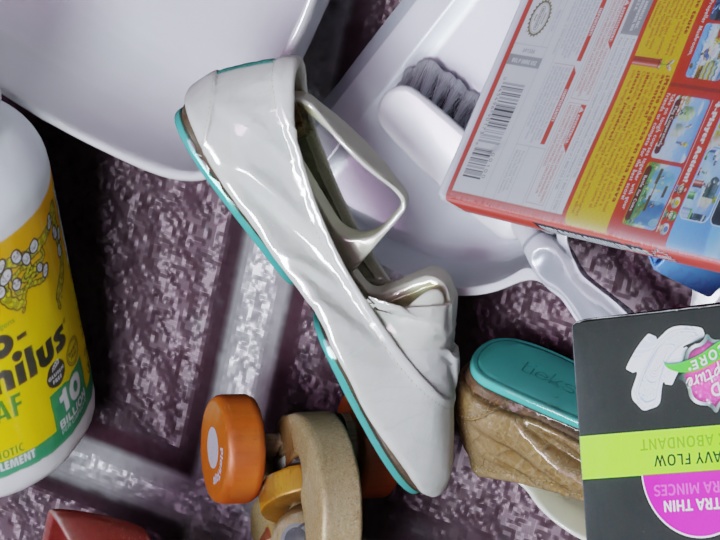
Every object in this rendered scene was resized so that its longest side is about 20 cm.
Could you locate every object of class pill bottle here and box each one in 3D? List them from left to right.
[{"bbox_3d":[-0.182,-0.007,1.193,0.112,0.113,0.200,13,132,23],"label":"pill bottle"}]

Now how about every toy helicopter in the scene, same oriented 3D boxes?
[{"bbox_3d":[-0.026,0.155,1.194,0.132,0.079,0.201,-115,30,-50],"label":"toy helicopter"}]

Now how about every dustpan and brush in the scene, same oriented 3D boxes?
[{"bbox_3d":[0.063,-0.026,1.144,0.200,0.057,0.140,44,114,12],"label":"dustpan and brush"}]

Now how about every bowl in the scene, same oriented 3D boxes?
[{"bbox_3d":[-0.088,-0.159,1.185,0.200,0.075,0.200,31,111,18],"label":"bowl"}]

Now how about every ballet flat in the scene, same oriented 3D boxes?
[{"bbox_3d":[0.000,0.000,1.129,0.069,0.069,0.200,-26,102,26],"label":"ballet flat"},{"bbox_3d":[0.126,0.091,1.139,0.199,0.068,0.073,19,126,21],"label":"ballet flat"}]

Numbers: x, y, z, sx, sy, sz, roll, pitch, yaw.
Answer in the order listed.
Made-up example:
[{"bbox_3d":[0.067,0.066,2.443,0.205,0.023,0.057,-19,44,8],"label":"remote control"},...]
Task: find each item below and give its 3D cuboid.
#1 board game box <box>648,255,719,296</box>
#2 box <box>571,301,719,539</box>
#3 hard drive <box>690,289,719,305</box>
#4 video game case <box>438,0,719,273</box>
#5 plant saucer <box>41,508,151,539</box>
[{"bbox_3d":[0.167,-0.109,1.047,0.200,0.037,0.152,-46,38,25],"label":"board game box"},{"bbox_3d":[0.192,0.080,0.977,0.200,0.124,0.149,-8,84,37],"label":"box"},{"bbox_3d":[0.230,-0.006,1.083,0.199,0.038,0.140,11,103,24],"label":"hard drive"},{"bbox_3d":[0.119,-0.075,1.038,0.200,0.017,0.143,16,80,55],"label":"video game case"},{"bbox_3d":[-0.076,0.202,1.200,0.037,0.200,0.200,-28,78,-18],"label":"plant saucer"}]
